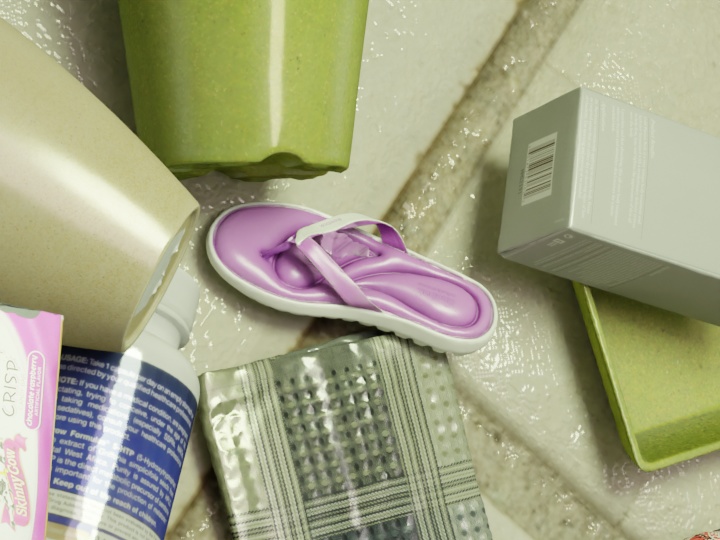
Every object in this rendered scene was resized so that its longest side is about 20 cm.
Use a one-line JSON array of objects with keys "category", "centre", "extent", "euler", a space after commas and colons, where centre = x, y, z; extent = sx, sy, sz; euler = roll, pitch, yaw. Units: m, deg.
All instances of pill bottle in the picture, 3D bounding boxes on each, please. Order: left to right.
[{"category": "pill bottle", "centre": [-0.159, 0.092, 1.392], "extent": [0.119, 0.120, 0.201], "euler": [24, 64, -24]}]

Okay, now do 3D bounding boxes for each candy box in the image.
[{"category": "candy box", "centre": [-0.231, 0.105, 1.295], "extent": [0.061, 0.200, 0.137], "euler": [12, 70, -28]}]

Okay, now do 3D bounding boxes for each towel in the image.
[{"category": "towel", "centre": [-0.007, 0.142, 1.532], "extent": [0.192, 0.035, 0.201], "euler": [-10, 84, -31]}]

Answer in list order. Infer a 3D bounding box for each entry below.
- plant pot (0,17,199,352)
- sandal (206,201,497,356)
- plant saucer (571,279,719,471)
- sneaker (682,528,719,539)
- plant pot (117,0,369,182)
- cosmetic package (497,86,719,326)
[{"category": "plant pot", "centre": [-0.197, -0.041, 1.318], "extent": [0.199, 0.187, 0.188], "euler": [28, 61, 3]}, {"category": "sandal", "centre": [0.000, -0.006, 1.545], "extent": [0.202, 0.050, 0.083], "euler": [16, 50, -16]}, {"category": "plant saucer", "centre": [0.229, 0.029, 1.698], "extent": [0.199, 0.048, 0.201], "euler": [-13, 84, -34]}, {"category": "sneaker", "centre": [0.248, 0.280, 1.627], "extent": [0.108, 0.067, 0.202], "euler": [-12, 79, -33]}, {"category": "plant pot", "centre": [-0.073, -0.151, 1.493], "extent": [0.200, 0.200, 0.185], "euler": [0, 88, -32]}, {"category": "cosmetic package", "centre": [0.201, -0.039, 1.622], "extent": [0.199, 0.090, 0.107], "euler": [20, 66, -29]}]
